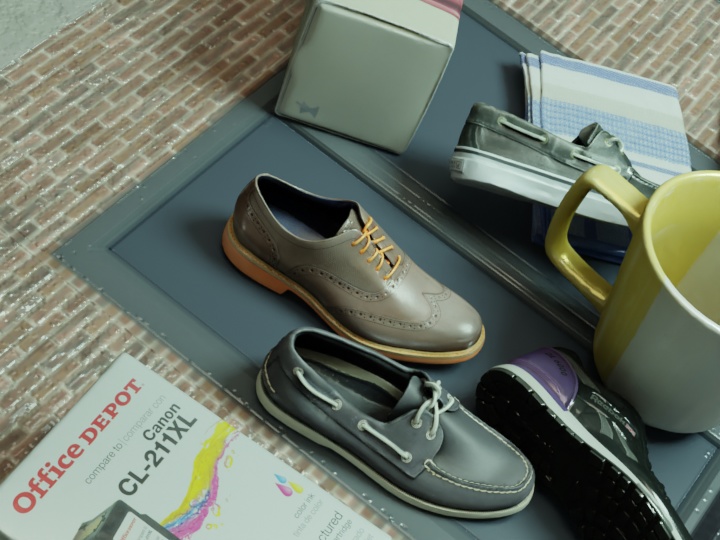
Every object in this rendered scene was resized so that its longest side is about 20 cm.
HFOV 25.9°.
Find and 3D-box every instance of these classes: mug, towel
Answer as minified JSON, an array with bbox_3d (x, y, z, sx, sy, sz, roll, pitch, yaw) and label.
[{"bbox_3d":[0.230,0.021,1.097,0.149,0.153,0.187,-5,55,-23],"label":"mug"},{"bbox_3d":[0.198,-0.087,1.255,0.146,0.024,0.200,11,53,-14],"label":"towel"}]

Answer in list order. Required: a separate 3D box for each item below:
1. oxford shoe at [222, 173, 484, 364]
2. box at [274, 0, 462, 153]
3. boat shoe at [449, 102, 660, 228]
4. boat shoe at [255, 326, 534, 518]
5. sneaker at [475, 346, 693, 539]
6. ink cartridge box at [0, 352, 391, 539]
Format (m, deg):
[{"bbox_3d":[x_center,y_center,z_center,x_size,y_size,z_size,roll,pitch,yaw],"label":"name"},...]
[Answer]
[{"bbox_3d":[0.000,0.000,1.082,0.200,0.073,0.071,25,49,0],"label":"oxford shoe"},{"bbox_3d":[0.017,-0.213,1.218,0.109,0.128,0.200,18,51,-7],"label":"box"},{"bbox_3d":[0.167,-0.075,1.158,0.199,0.072,0.071,15,92,-12],"label":"boat shoe"},{"bbox_3d":[0.028,0.098,1.023,0.200,0.063,0.073,26,49,1],"label":"boat shoe"},{"bbox_3d":[0.174,0.127,1.050,0.087,0.076,0.200,-22,64,-39],"label":"sneaker"},{"bbox_3d":[-0.108,0.166,0.909,0.200,0.083,0.146,34,51,7],"label":"ink cartridge box"}]
